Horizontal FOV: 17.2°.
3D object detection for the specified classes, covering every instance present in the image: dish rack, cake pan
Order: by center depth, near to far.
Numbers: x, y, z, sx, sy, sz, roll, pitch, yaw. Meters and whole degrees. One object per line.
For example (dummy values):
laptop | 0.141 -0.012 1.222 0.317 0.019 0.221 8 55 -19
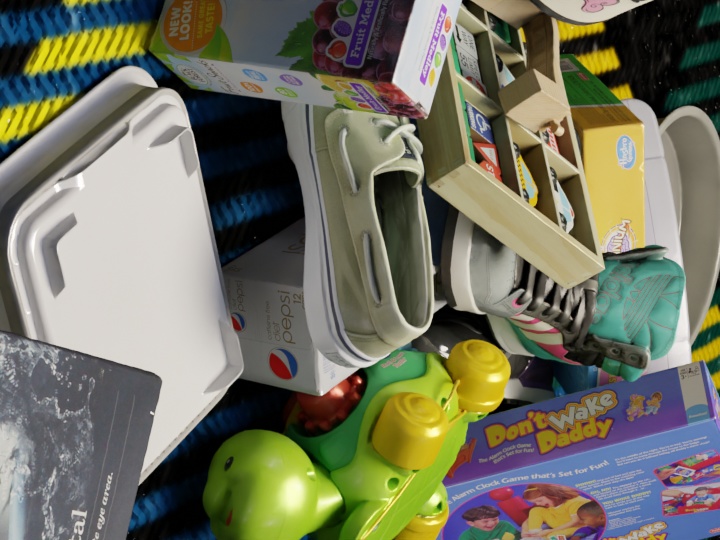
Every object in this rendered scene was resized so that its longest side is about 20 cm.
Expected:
dish rack | -0.118 0.018 1.173 0.172 0.043 0.201 -45 135 -45
cake pan | 0.218 -0.024 1.758 0.200 0.037 0.201 -26 121 -55

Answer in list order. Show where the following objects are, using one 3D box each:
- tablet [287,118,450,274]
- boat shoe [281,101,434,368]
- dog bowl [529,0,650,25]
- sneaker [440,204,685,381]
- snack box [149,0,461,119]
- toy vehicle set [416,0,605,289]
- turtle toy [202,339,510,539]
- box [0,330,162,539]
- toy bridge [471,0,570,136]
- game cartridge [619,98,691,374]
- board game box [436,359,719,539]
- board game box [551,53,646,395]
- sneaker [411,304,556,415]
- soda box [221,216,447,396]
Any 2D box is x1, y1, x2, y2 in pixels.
tablet | 0.019 -0.109 1.334 0.130 0.014 0.201 41 48 -36
boat shoe | 0.006 -0.050 1.233 0.072 0.062 0.201 11 68 -48
dog bowl | 0.145 -0.239 1.313 0.200 0.074 0.201 0 90 -51
sneaker | 0.124 0.011 1.372 0.200 0.120 0.084 40 59 -65
snack box | -0.010 -0.185 1.202 0.053 0.142 0.201 39 64 -58
toy vehicle set | 0.073 -0.098 1.319 0.124 0.026 0.201 34 36 -40
turtle toy | -0.007 0.105 1.329 0.200 0.101 0.146 -33 151 -53
box | -0.199 0.115 0.983 0.200 0.117 0.198 21 80 -59
toy bridge | 0.081 -0.157 1.333 0.067 0.027 0.201 25 41 -50
game cartridge | 0.177 -0.009 1.565 0.133 0.041 0.201 171 -88 -76
board game box | 0.140 0.134 1.505 0.135 0.199 0.045 60 19 -49
board game box | 0.143 -0.022 1.532 0.153 0.040 0.201 -120 -155 -66
sneaker | 0.063 0.040 1.491 0.200 0.075 0.088 24 63 -64
soda box | 0.000 0.000 1.349 0.200 0.068 0.064 -33 126 -52
